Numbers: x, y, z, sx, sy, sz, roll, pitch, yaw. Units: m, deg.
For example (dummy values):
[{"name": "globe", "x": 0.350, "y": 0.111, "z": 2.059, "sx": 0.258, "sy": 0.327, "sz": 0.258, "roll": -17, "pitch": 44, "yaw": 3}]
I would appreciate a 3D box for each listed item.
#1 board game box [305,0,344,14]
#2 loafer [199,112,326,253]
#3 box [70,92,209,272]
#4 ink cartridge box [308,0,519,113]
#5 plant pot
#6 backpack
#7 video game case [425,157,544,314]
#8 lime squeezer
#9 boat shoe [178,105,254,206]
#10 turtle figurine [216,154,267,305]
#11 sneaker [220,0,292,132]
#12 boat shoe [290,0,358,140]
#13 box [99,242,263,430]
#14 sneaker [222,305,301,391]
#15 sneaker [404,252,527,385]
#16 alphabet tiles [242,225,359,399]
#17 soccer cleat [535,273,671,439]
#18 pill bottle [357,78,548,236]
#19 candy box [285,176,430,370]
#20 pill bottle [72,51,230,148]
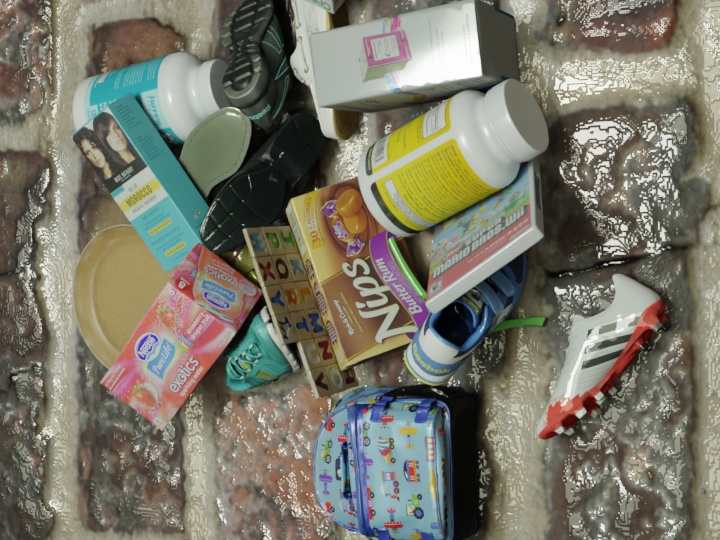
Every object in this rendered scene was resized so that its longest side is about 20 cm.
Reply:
[{"name": "board game box", "x": -0.076, "y": -0.390, "z": 1.389, "sx": 0.198, "sy": 0.035, "sz": 0.127, "roll": 30, "pitch": 67, "yaw": 21}, {"name": "loafer", "x": -0.118, "y": -0.098, "z": 1.399, "sx": 0.073, "sy": 0.072, "sz": 0.200, "roll": 46, "pitch": 75, "yaw": -11}, {"name": "box", "x": -0.255, "y": -0.104, "z": 1.423, "sx": 0.082, "sy": 0.049, "sz": 0.201, "roll": -27, "pitch": 102, "yaw": 37}, {"name": "ink cartridge box", "x": 0.061, "y": -0.231, "z": 1.306, "sx": 0.197, "sy": 0.144, "sz": 0.086, "roll": -5, "pitch": 91, "yaw": 25}, {"name": "plant pot", "x": -0.291, "y": 0.040, "z": 1.539, "sx": 0.197, "sy": 0.027, "sz": 0.204, "roll": 5, "pitch": 100, "yaw": 29}, {"name": "backpack", "x": 0.028, "y": 0.220, "z": 1.349, "sx": 0.197, "sy": 0.134, "sz": 0.186, "roll": 1, "pitch": 92, "yaw": 28}, {"name": "video game case", "x": 0.133, "y": -0.044, "z": 1.260, "sx": 0.142, "sy": 0.201, "sz": 0.017, "roll": -37, "pitch": 107, "yaw": 22}, {"name": "lime squeezer", "x": 0.104, "y": 0.038, "z": 1.321, "sx": 0.198, "sy": 0.038, "sz": 0.072, "roll": 28, "pitch": 96, "yaw": 5}, {"name": "boat shoe", "x": -0.183, "y": -0.132, "z": 1.444, "sx": 0.071, "sy": 0.061, "sz": 0.202, "roll": 39, "pitch": 125, "yaw": -2}, {"name": "turtle figurine", "x": -0.134, "y": -0.026, "z": 1.450, "sx": 0.160, "sy": 0.064, "sz": 0.202, "roll": 34, "pitch": 105, "yaw": 20}, {"name": "sneaker", "x": -0.121, "y": -0.249, "z": 1.408, "sx": 0.074, "sy": 0.079, "sz": 0.203, "roll": -19, "pitch": 47, "yaw": 24}, {"name": "boat shoe", "x": -0.049, "y": -0.247, "z": 1.402, "sx": 0.068, "sy": 0.071, "sz": 0.204, "roll": -11, "pitch": 78, "yaw": 25}, {"name": "box", "x": -0.216, "y": 0.080, "z": 1.416, "sx": 0.102, "sy": 0.095, "sz": 0.200, "roll": 37, "pitch": 125, "yaw": -5}, {"name": "sneaker", "x": -0.119, "y": 0.103, "z": 1.380, "sx": 0.079, "sy": 0.200, "sz": 0.078, "roll": -24, "pitch": 76, "yaw": -17}, {"name": "sneaker", "x": 0.125, "y": 0.033, "z": 1.270, "sx": 0.073, "sy": 0.083, "sz": 0.201, "roll": 33, "pitch": 63, "yaw": 8}, {"name": "alphabet tiles", "x": -0.058, "y": 0.044, "z": 1.361, "sx": 0.007, "sy": 0.166, "sz": 0.203, "roll": -23, "pitch": 83, "yaw": 26}, {"name": "soccer cleat", "x": 0.247, "y": 0.095, "z": 1.279, "sx": 0.085, "sy": 0.068, "sz": 0.201, "roll": 45, "pitch": 106, "yaw": 26}, {"name": "pill bottle", "x": 0.102, "y": -0.125, "z": 1.293, "sx": 0.198, "sy": 0.112, "sz": 0.114, "roll": -27, "pitch": 81, "yaw": 34}, {"name": "candy box", "x": 0.000, "y": 0.000, "z": 1.364, "sx": 0.115, "sy": 0.056, "sz": 0.203, "roll": -18, "pitch": 82, "yaw": -13}, {"name": "pill bottle", "x": -0.251, "y": -0.206, "z": 1.473, "sx": 0.197, "sy": 0.110, "sz": 0.113, "roll": -10, "pitch": 88, "yaw": 25}]
